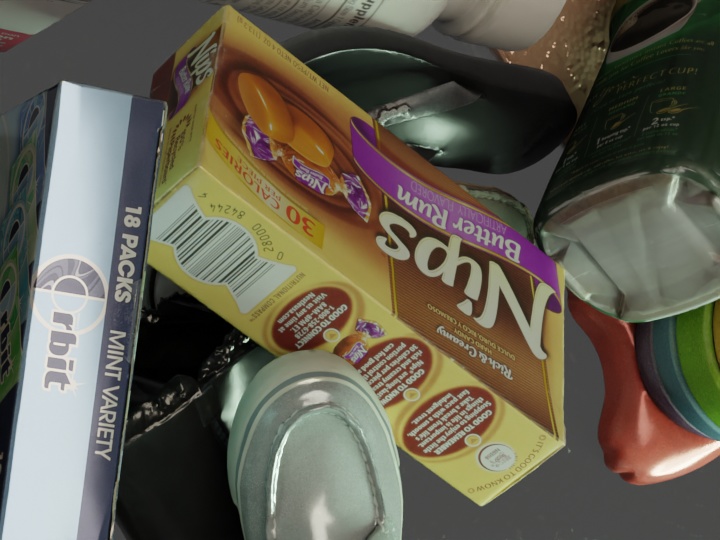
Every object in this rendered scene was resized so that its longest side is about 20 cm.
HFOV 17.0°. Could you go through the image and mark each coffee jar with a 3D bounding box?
[{"bbox_3d":[0.154,-0.075,1.116,0.085,0.104,0.200,46,44,-24],"label":"coffee jar"}]

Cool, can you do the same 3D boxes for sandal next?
[{"bbox_3d":[0.021,-0.067,1.082,0.200,0.076,0.043,0,53,-35],"label":"sandal"}]

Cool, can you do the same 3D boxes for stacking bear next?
[{"bbox_3d":[0.200,0.029,1.109,0.113,0.200,0.122,-13,90,-27],"label":"stacking bear"}]

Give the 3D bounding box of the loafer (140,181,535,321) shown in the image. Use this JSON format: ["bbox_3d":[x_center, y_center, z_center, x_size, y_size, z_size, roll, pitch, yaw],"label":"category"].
[{"bbox_3d":[0.000,0.000,1.088,0.199,0.063,0.072,-12,88,-27],"label":"loafer"}]

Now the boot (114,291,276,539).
[{"bbox_3d":[-0.082,0.116,0.996,0.198,0.073,0.163,-43,133,-30],"label":"boot"}]

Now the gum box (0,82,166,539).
[{"bbox_3d":[-0.138,0.029,0.932,0.044,0.200,0.171,11,81,-24],"label":"gum box"}]

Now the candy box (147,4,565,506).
[{"bbox_3d":[-0.002,-0.005,0.994,0.200,0.056,0.117,36,32,-22],"label":"candy box"}]

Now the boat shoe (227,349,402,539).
[{"bbox_3d":[-0.007,0.130,0.963,0.070,0.072,0.201,-12,119,-13],"label":"boat shoe"}]

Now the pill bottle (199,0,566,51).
[{"bbox_3d":[-0.007,-0.162,1.073,0.199,0.114,0.115,12,80,-25],"label":"pill bottle"}]

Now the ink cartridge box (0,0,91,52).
[{"bbox_3d":[-0.135,-0.181,0.963,0.084,0.200,0.145,14,79,-24],"label":"ink cartridge box"}]
